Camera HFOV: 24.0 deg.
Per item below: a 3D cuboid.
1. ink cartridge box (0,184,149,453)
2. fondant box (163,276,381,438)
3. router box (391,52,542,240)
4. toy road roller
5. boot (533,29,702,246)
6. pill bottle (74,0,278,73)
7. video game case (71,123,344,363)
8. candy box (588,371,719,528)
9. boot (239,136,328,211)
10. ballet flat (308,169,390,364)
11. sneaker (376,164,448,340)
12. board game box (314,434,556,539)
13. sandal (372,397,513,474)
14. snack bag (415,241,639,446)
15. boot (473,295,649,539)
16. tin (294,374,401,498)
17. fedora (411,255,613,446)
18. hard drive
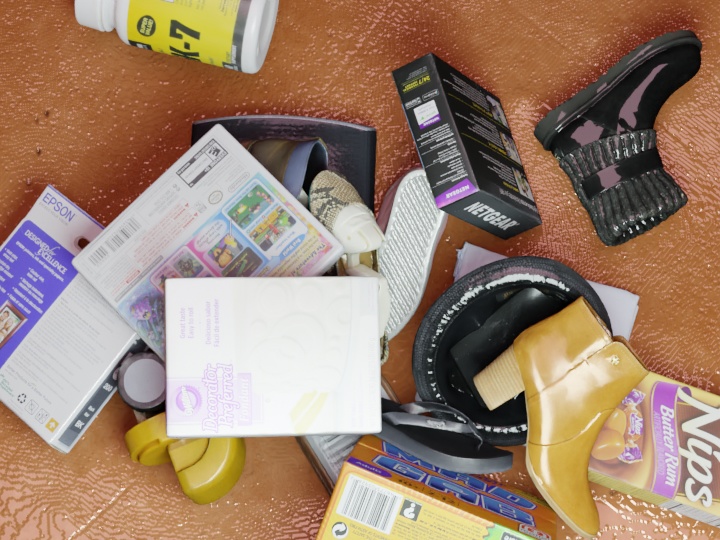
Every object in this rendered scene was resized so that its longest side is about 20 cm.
[{"bbox_3d":[-0.303,0.045,1.692,0.198,0.043,0.200,36,86,27],"label":"ink cartridge box"},{"bbox_3d":[-0.082,0.081,1.565,0.198,0.058,0.146,-1,85,-6],"label":"fondant box"},{"bbox_3d":[0.110,-0.121,1.698,0.051,0.200,0.150,-24,73,20],"label":"router box"},{"bbox_3d":[-0.135,0.140,1.661,0.199,0.123,0.147,-21,75,-2],"label":"toy road roller"},{"bbox_3d":[0.302,-0.136,1.764,0.210,0.079,0.158,-36,70,1],"label":"boot"},{"bbox_3d":[-0.193,-0.285,1.789,0.198,0.114,0.115,14,74,4],"label":"pill bottle"},{"bbox_3d":[-0.147,-0.013,1.628,0.200,0.024,0.182,-44,77,-9],"label":"video game case"},{"bbox_3d":[0.307,0.172,1.677,0.198,0.056,0.118,20,74,-4],"label":"candy box"},{"bbox_3d":[-0.092,-0.050,1.667,0.096,0.075,0.202,-9,58,30],"label":"boot"},{"bbox_3d":[0.000,0.000,1.661,0.067,0.075,0.202,-15,103,-31],"label":"ballet flat"},{"bbox_3d":[0.041,-0.019,1.743,0.075,0.105,0.202,23,104,0],"label":"sneaker"},{"bbox_3d":[0.053,0.287,1.551,0.199,0.200,0.201,21,95,5],"label":"board game box"},{"bbox_3d":[0.053,0.144,1.610,0.199,0.076,0.043,21,103,20],"label":"sandal"},{"bbox_3d":[0.169,0.085,1.732,0.198,0.021,0.190,17,74,4],"label":"snack bag"},{"bbox_3d":[0.213,0.138,1.586,0.143,0.071,0.202,-33,92,14],"label":"boot"},{"bbox_3d":[0.007,0.183,1.695,0.112,0.042,0.201,-32,76,-5],"label":"tin"},{"bbox_3d":[0.148,0.072,1.663,0.199,0.092,0.202,1,104,3],"label":"fedora"},{"bbox_3d":[-0.083,-0.101,1.773,0.198,0.042,0.136,2,74,0],"label":"hard drive"}]
